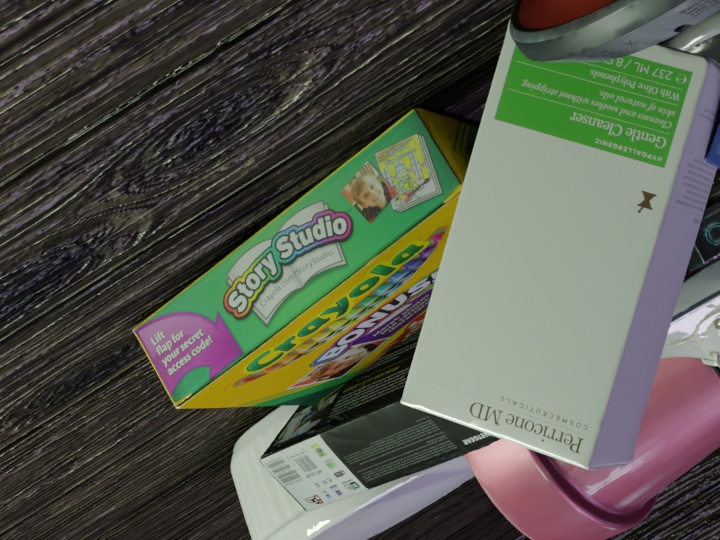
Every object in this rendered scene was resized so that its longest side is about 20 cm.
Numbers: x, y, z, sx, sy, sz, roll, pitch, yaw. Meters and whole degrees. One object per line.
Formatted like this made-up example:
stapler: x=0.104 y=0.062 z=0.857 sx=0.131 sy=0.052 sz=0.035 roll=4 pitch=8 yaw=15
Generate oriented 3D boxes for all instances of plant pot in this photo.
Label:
plant pot: x=0.182 y=0.071 z=1.369 sx=0.178 sy=0.202 sz=0.199 roll=-30 pitch=169 yaw=33

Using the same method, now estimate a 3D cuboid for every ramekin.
ramekin: x=-0.002 y=0.133 z=1.425 sx=0.201 sy=0.095 sz=0.203 roll=-27 pitch=167 yaw=-7

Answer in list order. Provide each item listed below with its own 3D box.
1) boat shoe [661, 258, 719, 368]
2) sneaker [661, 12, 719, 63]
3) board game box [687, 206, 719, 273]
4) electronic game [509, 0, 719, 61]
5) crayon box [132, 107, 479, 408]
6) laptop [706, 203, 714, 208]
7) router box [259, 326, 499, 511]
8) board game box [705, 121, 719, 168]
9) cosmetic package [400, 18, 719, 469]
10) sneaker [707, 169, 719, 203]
boat shoe: x=0.228 y=0.028 z=1.211 sx=0.199 sy=0.070 sz=0.071 roll=-29 pitch=176 yaw=5
sneaker: x=0.264 y=-0.109 z=1.112 sx=0.198 sy=0.100 sz=0.071 roll=-13 pitch=175 yaw=18
board game box: x=0.275 y=-0.053 z=1.232 sx=0.199 sy=0.028 sz=0.135 roll=-28 pitch=176 yaw=-8
electronic game: x=0.142 y=-0.151 z=0.789 sx=0.199 sy=0.042 sz=0.200 roll=-36 pitch=-164 yaw=11
crayon box: x=0.000 y=0.000 z=1.086 sx=0.199 sy=0.059 sz=0.172 roll=-38 pitch=165 yaw=18
laptop: x=0.199 y=-0.097 z=1.282 sx=0.186 sy=0.117 sz=0.200 roll=-30 pitch=-166 yaw=-6
router box: x=0.043 y=0.057 z=1.184 sx=0.199 sy=0.051 sz=0.149 roll=-27 pitch=-159 yaw=50
board game box: x=0.243 y=-0.144 z=0.970 sx=0.151 sy=0.036 sz=0.202 roll=-9 pitch=121 yaw=-57
cosmetic package: x=0.104 y=-0.014 z=0.969 sx=0.085 sy=0.107 sz=0.202 roll=10 pitch=96 yaw=-68
sneaker: x=0.279 y=-0.104 z=1.198 sx=0.200 sy=0.076 sz=0.092 roll=-41 pitch=142 yaw=7
